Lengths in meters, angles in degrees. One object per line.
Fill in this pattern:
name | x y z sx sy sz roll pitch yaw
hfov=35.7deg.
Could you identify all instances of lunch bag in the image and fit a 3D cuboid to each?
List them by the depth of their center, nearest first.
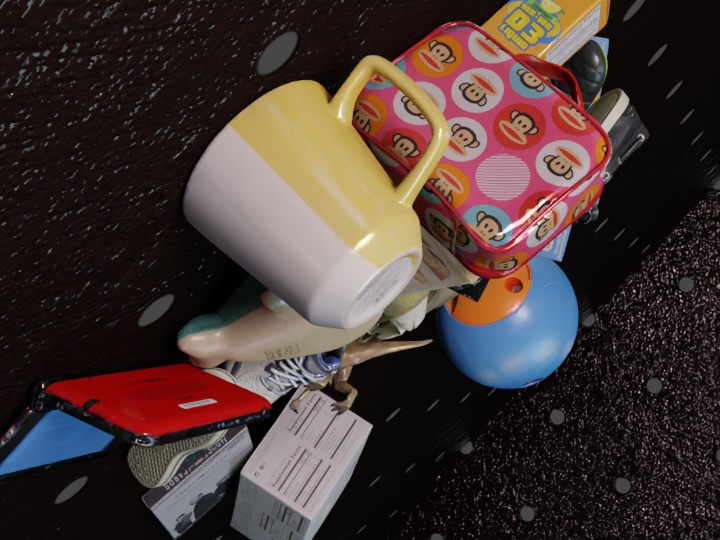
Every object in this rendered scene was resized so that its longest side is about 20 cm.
lunch bag | 0.105 -0.112 0.927 0.176 0.200 0.082 -39 158 -13

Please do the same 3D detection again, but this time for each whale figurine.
whale figurine | -0.077 0.027 1.047 0.198 0.105 0.159 -18 161 -1

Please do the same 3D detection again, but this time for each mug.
mug | -0.027 -0.049 0.843 0.149 0.153 0.187 -29 157 -39

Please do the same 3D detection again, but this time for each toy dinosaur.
toy dinosaur | -0.028 0.100 1.218 0.102 0.198 0.059 -76 149 -44

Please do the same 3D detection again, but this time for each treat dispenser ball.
treat dispenser ball | 0.205 0.064 1.570 0.200 0.201 0.201 -39 163 -15

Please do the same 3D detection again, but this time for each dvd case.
dvd case | -0.197 0.266 1.415 0.150 0.025 0.200 -40 162 -16

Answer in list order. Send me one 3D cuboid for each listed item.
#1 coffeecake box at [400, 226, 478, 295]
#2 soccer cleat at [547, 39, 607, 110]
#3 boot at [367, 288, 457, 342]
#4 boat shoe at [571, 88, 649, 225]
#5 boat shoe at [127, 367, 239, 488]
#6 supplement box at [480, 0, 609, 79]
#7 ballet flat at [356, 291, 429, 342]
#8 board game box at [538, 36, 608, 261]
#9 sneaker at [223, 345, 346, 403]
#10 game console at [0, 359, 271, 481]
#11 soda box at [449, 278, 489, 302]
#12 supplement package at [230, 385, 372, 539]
coffeecake box | 0.085 -0.054 1.068 0.153 0.073 0.200 -44 -168 -22
soccer cleat | 0.164 -0.161 1.117 0.081 0.068 0.200 -20 170 -40
boot | 0.088 -0.002 1.361 0.155 0.073 0.201 -23 155 -49
boat shoe | 0.209 -0.079 1.084 0.200 0.066 0.074 -54 -162 -10
boat shoe | -0.169 0.152 1.121 0.062 0.075 0.200 -29 166 -47
supplement box | 0.138 -0.197 1.031 0.200 0.067 0.069 -43 161 -7
ballet flat | 0.035 0.041 1.239 0.070 0.071 0.200 -34 -177 -29
board game box | 0.235 -0.136 1.241 0.152 0.036 0.201 91 14 -53
sneaker | -0.065 0.082 1.146 0.200 0.085 0.077 -49 131 7
game console | -0.202 0.149 0.969 0.199 0.171 0.120 -2 110 -64
soda box | 0.144 -0.072 1.227 0.201 0.070 0.063 -61 166 -17
supplement package | -0.082 0.274 1.490 0.156 0.110 0.201 -54 171 -31
